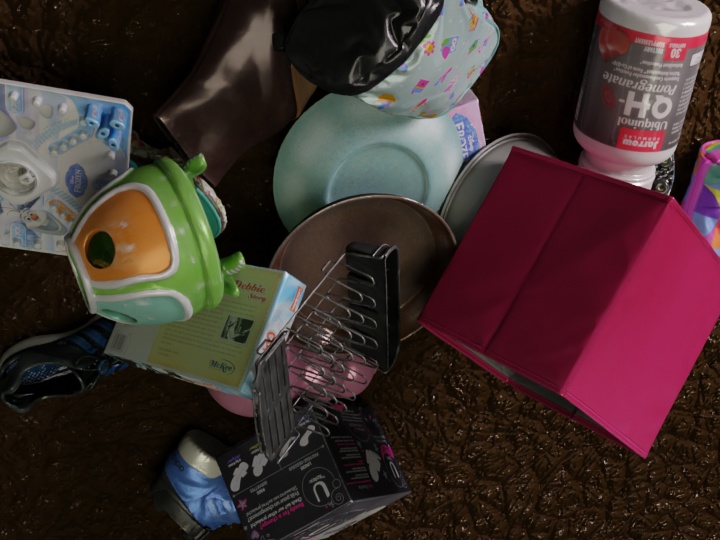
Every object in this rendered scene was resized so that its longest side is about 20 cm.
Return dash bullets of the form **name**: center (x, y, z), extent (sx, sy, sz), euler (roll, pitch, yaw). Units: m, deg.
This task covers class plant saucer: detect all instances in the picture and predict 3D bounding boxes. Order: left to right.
- **plant saucer**: center (0.000, 0.000, 1.034), extent (0.197, 0.035, 0.203), euler (-8, 130, -10)
- **plant saucer**: center (0.014, -0.085, 1.025), extent (0.198, 0.039, 0.204), euler (-8, 123, -13)

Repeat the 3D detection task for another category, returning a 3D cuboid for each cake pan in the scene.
- **cake pan**: center (0.162, -0.043, 1.105), extent (0.198, 0.037, 0.203), euler (-19, 122, -34)

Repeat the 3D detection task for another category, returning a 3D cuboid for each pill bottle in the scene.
- **pill bottle**: center (0.278, -0.176, 1.058), extent (0.109, 0.111, 0.203), euler (-3, 123, -15)

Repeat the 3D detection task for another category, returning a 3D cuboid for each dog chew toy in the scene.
- **dog chew toy**: center (-0.070, 0.096, 1.122), extent (0.197, 0.125, 0.126), euler (6, 120, -30)

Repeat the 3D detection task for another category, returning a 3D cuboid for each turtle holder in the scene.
- **turtle holder**: center (-0.190, -0.021, 0.914), extent (0.130, 0.185, 0.143), euler (-22, 107, -18)

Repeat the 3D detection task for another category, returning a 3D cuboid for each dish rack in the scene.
- **dish rack**: center (-0.031, 0.080, 0.962), extent (0.054, 0.200, 0.155), euler (18, 136, 24)

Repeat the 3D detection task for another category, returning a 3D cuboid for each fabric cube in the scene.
- **fabric cube**: center (0.213, 0.030, 1.018), extent (0.195, 0.199, 0.201), euler (34, 84, -45)

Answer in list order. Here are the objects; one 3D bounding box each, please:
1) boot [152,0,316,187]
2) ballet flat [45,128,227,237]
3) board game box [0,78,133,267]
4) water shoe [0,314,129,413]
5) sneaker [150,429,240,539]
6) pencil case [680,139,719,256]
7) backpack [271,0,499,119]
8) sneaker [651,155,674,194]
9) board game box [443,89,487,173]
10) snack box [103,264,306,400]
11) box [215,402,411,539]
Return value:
- **boot**: center (-0.119, -0.190, 0.917), extent (0.166, 0.072, 0.201), euler (-45, 136, -16)
- **ballet flat**: center (-0.206, -0.102, 0.979), extent (0.199, 0.065, 0.075), euler (32, 128, -31)
- **board game box**: center (-0.310, -0.082, 0.930), extent (0.197, 0.026, 0.201), euler (8, 137, -11)
- **water shoe**: center (-0.274, 0.094, 1.075), extent (0.197, 0.079, 0.072), euler (-21, 126, -4)
- **sneaker**: center (-0.157, 0.280, 1.232), extent (0.199, 0.077, 0.112), euler (35, 101, -28)
- **pencil case**: center (0.403, -0.047, 1.200), extent (0.087, 0.089, 0.203), euler (0, 120, -18)
- **backpack**: center (0.037, -0.210, 0.910), extent (0.167, 0.127, 0.199), euler (-42, 167, 19)
- **sneaker**: center (0.312, -0.060, 1.182), extent (0.071, 0.073, 0.203), euler (10, 110, 10)
- **board game box**: center (0.044, -0.069, 1.095), extent (0.197, 0.041, 0.202), euler (-20, 126, -4)
- **snack box**: center (-0.152, 0.047, 0.993), extent (0.037, 0.198, 0.118), euler (36, 70, -48)
- **box**: center (-0.047, 0.230, 1.150), extent (0.131, 0.116, 0.200), euler (-31, 161, 13)
